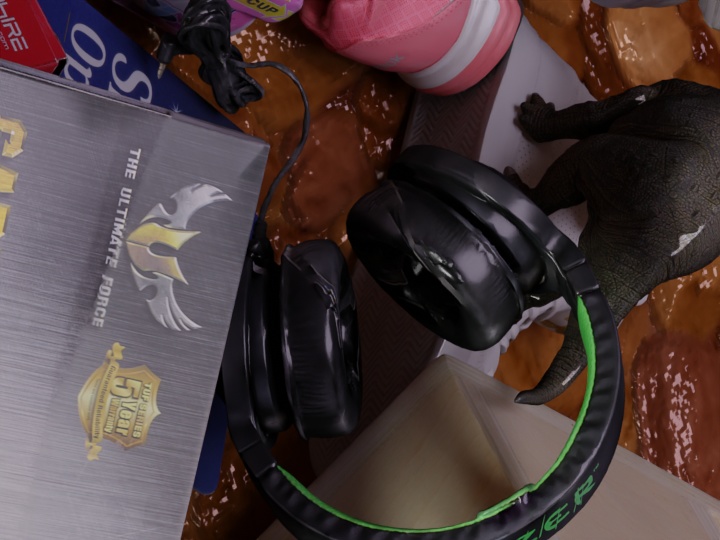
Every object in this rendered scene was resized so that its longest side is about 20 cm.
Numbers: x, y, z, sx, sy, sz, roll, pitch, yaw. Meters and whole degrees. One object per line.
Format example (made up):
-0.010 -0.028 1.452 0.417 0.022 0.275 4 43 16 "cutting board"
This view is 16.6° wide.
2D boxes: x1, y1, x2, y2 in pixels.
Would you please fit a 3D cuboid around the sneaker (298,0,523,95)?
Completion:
0.017 -0.167 0.891 0.087 0.074 0.201 6 83 -42 "sneaker"

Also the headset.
0.000 0.000 0.772 0.123 0.200 0.094 -29 150 -6 "headset"

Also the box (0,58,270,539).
-0.119 0.044 0.623 0.158 0.048 0.200 15 87 -35 "box"

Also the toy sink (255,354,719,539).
0.068 0.141 0.856 0.130 0.112 0.200 -45 132 17 "toy sink"

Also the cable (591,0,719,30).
0.112 -0.196 0.905 0.069 0.200 0.200 12 97 -19 "cable"

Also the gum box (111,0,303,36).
-0.065 -0.184 0.816 0.113 0.066 0.200 21 72 -40 "gum box"

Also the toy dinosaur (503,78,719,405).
0.100 -0.029 0.854 0.200 0.102 0.077 -41 108 -48 "toy dinosaur"

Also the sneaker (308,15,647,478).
0.058 0.012 0.919 0.116 0.074 0.200 37 62 -33 "sneaker"

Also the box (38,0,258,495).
-0.093 -0.025 0.781 0.200 0.032 0.121 40 45 -38 "box"

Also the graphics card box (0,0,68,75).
-0.193 -0.074 0.651 0.200 0.051 0.126 -19 75 -37 "graphics card box"
